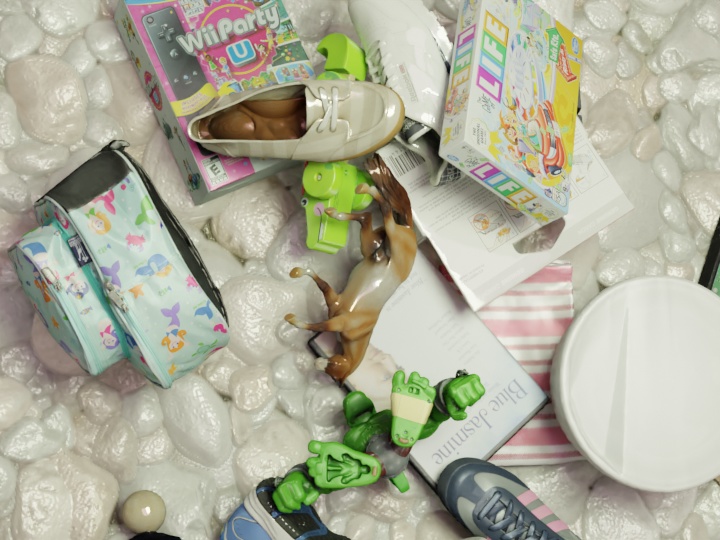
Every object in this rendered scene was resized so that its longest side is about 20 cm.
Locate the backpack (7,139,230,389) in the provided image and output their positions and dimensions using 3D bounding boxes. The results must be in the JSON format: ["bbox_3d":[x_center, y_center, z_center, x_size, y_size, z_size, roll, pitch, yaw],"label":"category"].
[{"bbox_3d":[-0.206,0.010,1.184,0.150,0.177,0.201,-41,102,-15],"label":"backpack"}]

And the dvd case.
[{"bbox_3d":[0.065,0.097,1.305,0.142,0.018,0.200,-41,88,-8],"label":"dvd case"}]

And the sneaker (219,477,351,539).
[{"bbox_3d":[-0.044,0.277,1.243,0.077,0.076,0.200,-38,101,18],"label":"sneaker"}]

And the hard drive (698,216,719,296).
[{"bbox_3d":[0.411,0.047,1.414,0.138,0.038,0.202,23,74,-6],"label":"hard drive"}]

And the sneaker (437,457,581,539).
[{"bbox_3d":[0.159,0.246,1.272,0.199,0.082,0.070,38,87,-16],"label":"sneaker"}]

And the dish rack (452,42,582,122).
[{"bbox_3d":[0.132,-0.156,1.372,0.197,0.055,0.156,0,79,-13],"label":"dish rack"}]

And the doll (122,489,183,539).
[{"bbox_3d":[-0.188,0.295,1.201,0.134,0.048,0.203,0,80,-17],"label":"doll"}]

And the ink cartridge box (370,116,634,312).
[{"bbox_3d":[0.134,-0.081,1.308,0.199,0.045,0.177,-31,87,-15],"label":"ink cartridge box"}]

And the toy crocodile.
[{"bbox_3d":[-0.025,-0.117,1.256,0.067,0.061,0.203,6,90,-54],"label":"toy crocodile"}]

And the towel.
[{"bbox_3d":[0.150,0.091,1.343,0.144,0.030,0.203,-2,81,-15],"label":"towel"}]

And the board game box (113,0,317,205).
[{"bbox_3d":[-0.127,-0.185,1.300,0.146,0.064,0.202,-24,87,-19],"label":"board game box"}]

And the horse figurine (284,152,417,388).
[{"bbox_3d":[0.000,0.000,1.238,0.132,0.050,0.202,34,80,-46],"label":"horse figurine"}]

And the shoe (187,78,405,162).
[{"bbox_3d":[-0.059,-0.129,1.197,0.197,0.053,0.071,-4,88,19],"label":"shoe"}]

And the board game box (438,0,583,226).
[{"bbox_3d":[0.139,-0.159,1.237,0.134,0.034,0.202,30,54,-31],"label":"board game box"}]

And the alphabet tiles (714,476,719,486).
[{"bbox_3d":[0.437,0.155,1.423,0.167,0.008,0.200,43,72,-5],"label":"alphabet tiles"}]

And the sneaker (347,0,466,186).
[{"bbox_3d":[0.044,-0.173,1.242,0.080,0.076,0.201,-34,86,-26],"label":"sneaker"}]

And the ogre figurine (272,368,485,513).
[{"bbox_3d":[0.014,0.155,1.226,0.098,0.120,0.200,39,81,6],"label":"ogre figurine"}]

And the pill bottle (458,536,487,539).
[{"bbox_3d":[0.099,0.354,1.237,0.110,0.111,0.202,-19,86,-18],"label":"pill bottle"}]

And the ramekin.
[{"bbox_3d":[0.272,0.108,1.306,0.199,0.094,0.206,1,85,-10],"label":"ramekin"}]
